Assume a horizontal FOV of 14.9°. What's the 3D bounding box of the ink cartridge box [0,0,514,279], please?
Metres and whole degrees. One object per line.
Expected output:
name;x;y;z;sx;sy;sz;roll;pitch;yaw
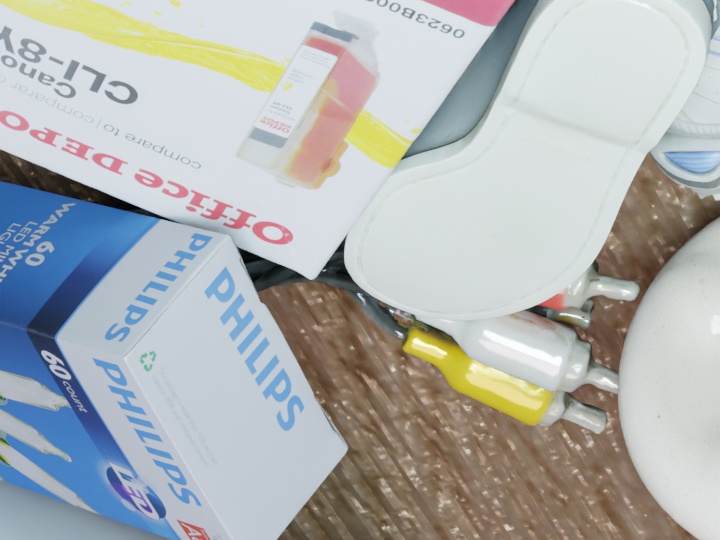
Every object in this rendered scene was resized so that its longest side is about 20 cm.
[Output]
ink cartridge box;-0.034;-0.099;0.821;0.145;0.083;0.200;23;145;-9

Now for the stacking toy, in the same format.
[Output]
stacking toy;0.179;0.075;0.957;0.146;0.146;0.200;-7;146;17

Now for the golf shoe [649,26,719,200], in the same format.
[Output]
golf shoe;0.177;-0.080;0.834;0.200;0.078;0.097;-8;125;17

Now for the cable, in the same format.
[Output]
cable;0.000;0.000;0.957;0.200;0.050;0.097;10;130;1

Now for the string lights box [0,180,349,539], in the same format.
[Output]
string lights box;-0.109;0.025;0.936;0.200;0.059;0.103;13;143;42

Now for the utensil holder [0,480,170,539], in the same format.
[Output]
utensil holder;-0.110;0.169;1.024;0.200;0.170;0.170;22;136;15

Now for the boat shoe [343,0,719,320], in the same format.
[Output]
boat shoe;0.055;-0.049;0.866;0.073;0.062;0.200;24;144;-10
